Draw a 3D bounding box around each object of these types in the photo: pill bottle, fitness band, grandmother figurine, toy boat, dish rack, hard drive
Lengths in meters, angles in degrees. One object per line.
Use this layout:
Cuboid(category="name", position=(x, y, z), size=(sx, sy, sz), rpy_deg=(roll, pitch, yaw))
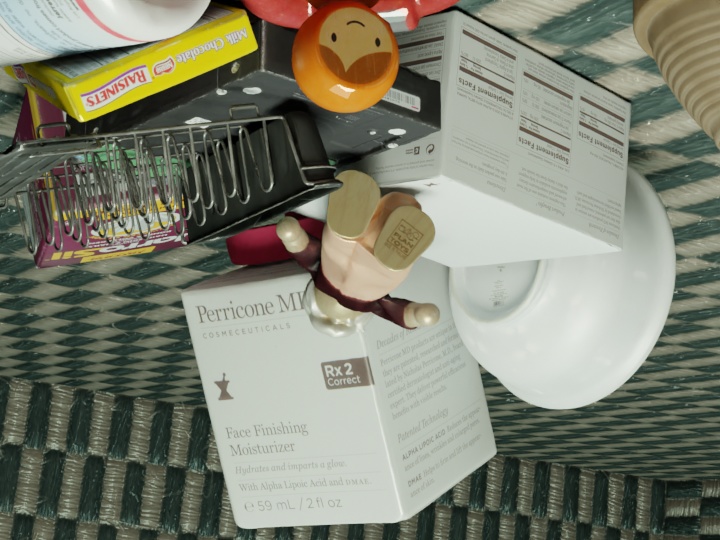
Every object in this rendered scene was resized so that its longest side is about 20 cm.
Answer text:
Cuboid(category="pill bottle", position=(-0.179, -0.161, 0.811), size=(0.200, 0.109, 0.109), rpy_deg=(-2, 166, 35))
Cuboid(category="fitness band", position=(-0.011, -0.041, 1.279), size=(0.200, 0.037, 0.144), rpy_deg=(-13, -171, 2))
Cuboid(category="grandmother figurine", position=(0.000, 0.000, 1.039), size=(0.121, 0.061, 0.200), rpy_deg=(42, 162, 2))
Cuboid(category="toy boat", position=(-0.009, -0.140, 0.750), size=(0.130, 0.131, 0.200), rpy_deg=(-6, 167, 9))
Cuboid(category="dish rack", position=(-0.130, -0.046, 0.871), size=(0.200, 0.055, 0.153), rpy_deg=(-9, 173, -34))
Cuboid(category="hard drive", position=(-0.068, -0.091, 0.946), size=(0.140, 0.038, 0.200), rpy_deg=(13, 159, -40))

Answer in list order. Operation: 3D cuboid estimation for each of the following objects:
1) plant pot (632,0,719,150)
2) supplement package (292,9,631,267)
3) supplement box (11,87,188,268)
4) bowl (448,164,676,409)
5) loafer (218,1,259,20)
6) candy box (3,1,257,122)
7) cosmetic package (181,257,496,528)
Cuboid(category="plant pot", position=(0.251, -0.113, 0.879), size=(0.200, 0.093, 0.201), rpy_deg=(6, 168, 1))
Cuboid(category="supplement package", position=(0.063, -0.081, 1.067), size=(0.156, 0.111, 0.200), rpy_deg=(-6, 163, 42))
Cuboid(category="supplement box", position=(-0.179, -0.076, 1.150), size=(0.131, 0.103, 0.200), rpy_deg=(-10, 173, -17))
Cuboid(category="bowl", position=(0.131, 0.000, 1.188), size=(0.090, 0.201, 0.201), rpy_deg=(14, 166, -40))
Cuboid(category="loafer", position=(-0.124, -0.132, 1.004), size=(0.200, 0.071, 0.073), rpy_deg=(2, 167, 17))
Cuboid(category="candy box", position=(-0.136, -0.125, 0.873), size=(0.102, 0.026, 0.200), rpy_deg=(-27, -157, -14))
Cuboid(category="cosmetic package", position=(-0.014, 0.082, 1.254), size=(0.165, 0.200, 0.165), rpy_deg=(-9, -172, 33))
